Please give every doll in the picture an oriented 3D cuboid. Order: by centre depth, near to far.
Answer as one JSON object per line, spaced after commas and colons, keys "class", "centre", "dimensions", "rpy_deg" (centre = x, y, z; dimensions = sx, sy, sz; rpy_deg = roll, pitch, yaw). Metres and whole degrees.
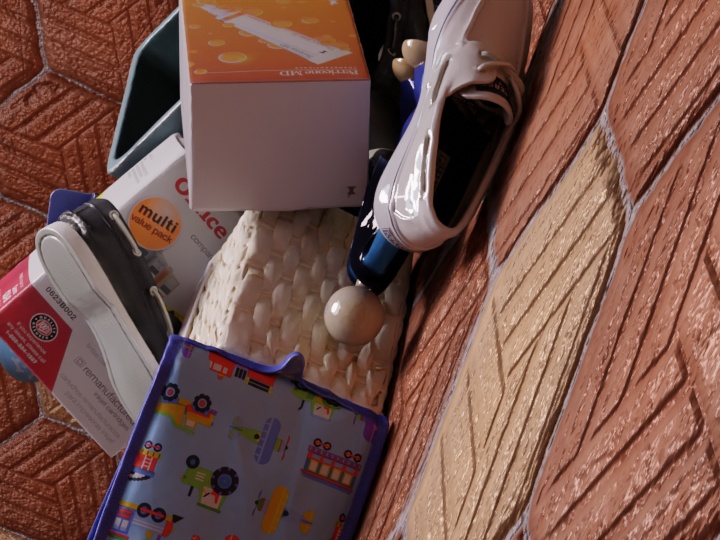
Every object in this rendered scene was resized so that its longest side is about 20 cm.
{"class": "doll", "centre": [0.021, -0.045, 1.364], "dimensions": [0.136, 0.048, 0.201], "rpy_deg": [125, 160, -77]}

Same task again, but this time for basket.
{"class": "basket", "centre": [-0.050, 0.051, 1.422], "dimensions": [0.200, 0.135, 0.124], "rpy_deg": [-78, 14, -50]}

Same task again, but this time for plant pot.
{"class": "plant pot", "centre": [-0.067, -0.138, 1.743], "dimensions": [0.196, 0.200, 0.196], "rpy_deg": [-40, 27, 28]}

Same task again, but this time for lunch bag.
{"class": "lunch bag", "centre": [-0.078, 0.143, 1.279], "dimensions": [0.094, 0.150, 0.200], "rpy_deg": [-170, 102, -83]}

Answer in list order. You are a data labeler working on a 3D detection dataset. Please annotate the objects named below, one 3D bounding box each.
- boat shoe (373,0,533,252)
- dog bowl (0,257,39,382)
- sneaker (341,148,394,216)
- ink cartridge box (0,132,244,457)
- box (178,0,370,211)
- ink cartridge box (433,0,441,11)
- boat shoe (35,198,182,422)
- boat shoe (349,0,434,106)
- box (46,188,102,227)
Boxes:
{"class": "boat shoe", "centre": [0.070, -0.106, 1.285], "dimensions": [0.066, 0.072, 0.200], "rpy_deg": [-8, 51, 58]}
{"class": "dog bowl", "centre": [-0.231, 0.020, 1.767], "dimensions": [0.200, 0.049, 0.112], "rpy_deg": [-44, -47, -42]}
{"class": "sneaker", "centre": [-0.012, -0.040, 1.665], "dimensions": [0.094, 0.070, 0.200], "rpy_deg": [-84, 14, -47]}
{"class": "ink cartridge box", "centre": [-0.165, 0.013, 1.591], "dimensions": [0.200, 0.145, 0.145], "rpy_deg": [-41, 12, -1]}
{"class": "box", "centre": [-0.064, -0.129, 1.464], "dimensions": [0.200, 0.124, 0.098], "rpy_deg": [-104, 14, -60]}
{"class": "ink cartridge box", "centre": [0.074, -0.259, 1.675], "dimensions": [0.137, 0.076, 0.200], "rpy_deg": [-82, 15, -61]}
{"class": "boat shoe", "centre": [-0.157, 0.042, 1.484], "dimensions": [0.060, 0.200, 0.076], "rpy_deg": [-36, 17, -34]}
{"class": "boat shoe", "centre": [0.013, -0.194, 1.568], "dimensions": [0.200, 0.066, 0.075], "rpy_deg": [-102, 32, -41]}
{"class": "box", "centre": [-0.161, 0.006, 1.684], "dimensions": [0.032, 0.199, 0.122], "rpy_deg": [-144, 62, -80]}
